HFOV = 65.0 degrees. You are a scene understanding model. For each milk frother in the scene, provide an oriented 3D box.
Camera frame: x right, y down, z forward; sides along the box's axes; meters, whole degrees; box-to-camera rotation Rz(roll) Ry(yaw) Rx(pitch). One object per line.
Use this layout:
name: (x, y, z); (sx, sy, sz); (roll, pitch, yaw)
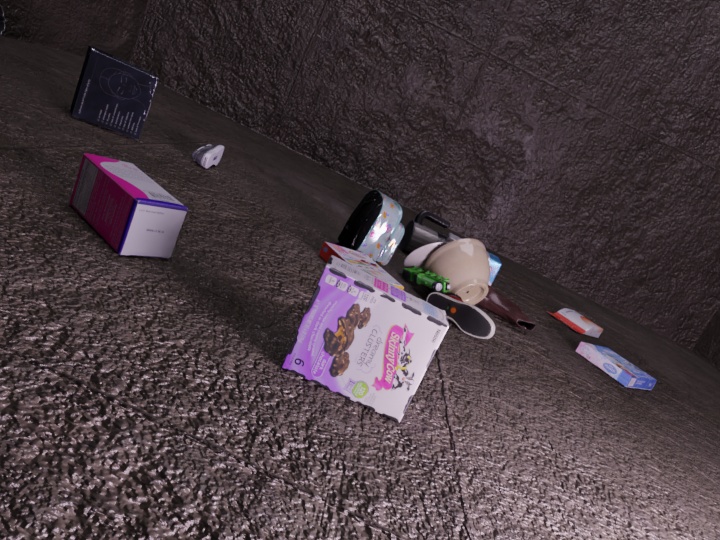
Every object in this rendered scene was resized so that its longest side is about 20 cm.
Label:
milk frother: (0.245, -0.110, 2.178); (0.185, 0.184, 0.200); (23, -29, -14)

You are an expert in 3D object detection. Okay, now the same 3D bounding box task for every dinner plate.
dinner plate: (0.230, -0.023, 1.735); (0.197, 0.199, 0.025); (15, 53, -37)

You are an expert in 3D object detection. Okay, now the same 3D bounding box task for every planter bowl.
planter bowl: (0.301, 0.024, 1.673); (0.197, 0.200, 0.137); (15, 44, -37)

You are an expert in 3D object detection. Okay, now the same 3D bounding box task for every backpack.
backpack: (0.042, -0.127, 1.665); (0.151, 0.203, 0.176); (20, 14, -23)

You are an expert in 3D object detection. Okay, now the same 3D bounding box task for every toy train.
toy train: (0.188, 0.025, 1.635); (0.055, 0.043, 0.199); (-3, 14, -27)

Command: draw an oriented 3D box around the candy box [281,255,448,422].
candy box: (0.007, 0.101, 0.838); (0.197, 0.171, 0.072); (25, 14, -3)

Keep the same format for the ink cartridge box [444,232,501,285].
ink cartridge box: (0.365, -0.016, 1.967); (0.197, 0.149, 0.146); (27, 14, 3)

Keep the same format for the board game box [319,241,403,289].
board game box: (0.000, 0.000, 1.462); (0.151, 0.041, 0.200); (16, 17, -38)

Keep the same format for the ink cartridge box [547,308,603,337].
ink cartridge box: (0.883, 0.205, 2.329); (0.198, 0.051, 0.162); (19, 15, -41)

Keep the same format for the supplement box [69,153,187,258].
supplement box: (-0.411, -0.115, 0.994); (0.199, 0.105, 0.100); (36, 18, 31)

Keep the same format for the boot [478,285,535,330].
boot: (0.452, 0.116, 1.800); (0.197, 0.073, 0.166); (22, 12, -32)

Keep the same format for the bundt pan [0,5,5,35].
bundt pan: (-1.427, -0.968, 2.099); (0.074, 0.207, 0.202); (-8, 10, 10)

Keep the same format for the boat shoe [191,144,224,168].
boat shoe: (-0.513, -0.391, 1.896); (0.067, 0.073, 0.201); (26, 21, -5)

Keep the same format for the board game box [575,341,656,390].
board game box: (0.844, 0.315, 1.867); (0.197, 0.044, 0.199); (15, 17, -40)

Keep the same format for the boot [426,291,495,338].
boot: (0.287, 0.115, 1.519); (0.198, 0.074, 0.143); (30, 12, 28)

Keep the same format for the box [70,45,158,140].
box: (-0.741, -0.533, 1.700); (0.194, 0.203, 0.124); (16, 14, -36)
